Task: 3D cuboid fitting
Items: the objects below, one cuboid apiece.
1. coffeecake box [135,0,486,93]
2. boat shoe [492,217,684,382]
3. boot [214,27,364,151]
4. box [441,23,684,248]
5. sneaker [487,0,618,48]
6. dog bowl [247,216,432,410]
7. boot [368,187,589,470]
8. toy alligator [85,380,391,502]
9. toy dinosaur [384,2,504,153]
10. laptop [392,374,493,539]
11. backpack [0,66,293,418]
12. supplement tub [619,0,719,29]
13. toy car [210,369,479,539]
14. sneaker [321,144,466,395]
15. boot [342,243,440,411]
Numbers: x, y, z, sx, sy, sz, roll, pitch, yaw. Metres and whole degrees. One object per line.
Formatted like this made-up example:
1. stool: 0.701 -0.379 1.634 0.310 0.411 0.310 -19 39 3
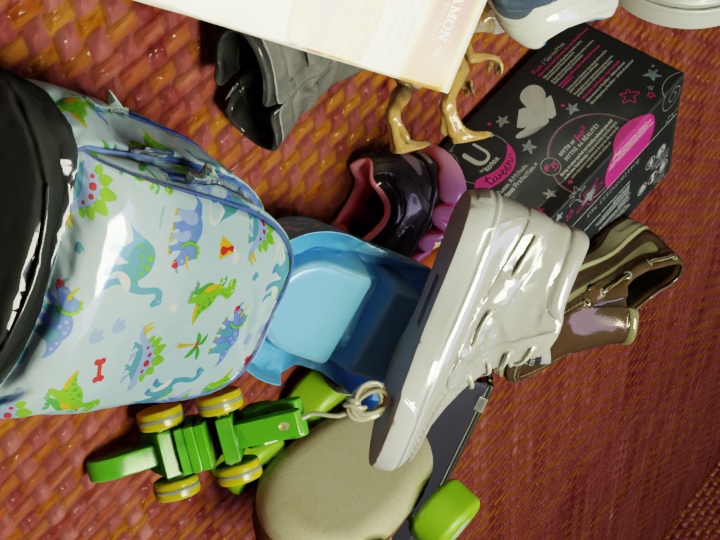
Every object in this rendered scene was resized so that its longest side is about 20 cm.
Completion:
1. coffeecake box: -0.025 -0.182 0.574 0.199 0.073 0.154 11 110 -33
2. boat shoe: 0.185 0.029 1.014 0.202 0.075 0.075 -39 150 -31
3. boot: -0.024 -0.160 0.698 0.132 0.070 0.200 -45 150 -28
4. box: 0.156 -0.083 1.053 0.200 0.115 0.132 -45 153 -21
5. sneaker: 0.133 -0.227 0.778 0.200 0.080 0.147 -54 148 -28
6. dog bowl: -0.009 0.029 0.873 0.199 0.050 0.112 21 104 -37
7. boot: 0.079 0.052 0.843 0.074 0.095 0.201 -101 -149 -72
8. toy alligator: -0.078 0.104 0.845 0.199 0.060 0.054 -14 -173 -4
9. toy dinosaur: 0.031 -0.123 0.754 0.200 0.060 0.107 -24 108 -55
10. laptop: 0.037 0.159 1.227 0.200 0.116 0.188 -73 -172 -75
11. backpack: -0.127 -0.005 0.632 0.164 0.153 0.200 -68 166 6
12. supplement tub: 0.254 -0.296 0.958 0.144 0.144 0.200 -43 150 -28
13. toy car: -0.029 0.207 1.014 0.158 0.164 0.200 -36 159 -38
14. sneaker: 0.000 0.000 0.934 0.095 0.079 0.201 1 115 -43
15. boot: 0.043 0.081 1.044 0.075 0.107 0.201 -8 127 -60
